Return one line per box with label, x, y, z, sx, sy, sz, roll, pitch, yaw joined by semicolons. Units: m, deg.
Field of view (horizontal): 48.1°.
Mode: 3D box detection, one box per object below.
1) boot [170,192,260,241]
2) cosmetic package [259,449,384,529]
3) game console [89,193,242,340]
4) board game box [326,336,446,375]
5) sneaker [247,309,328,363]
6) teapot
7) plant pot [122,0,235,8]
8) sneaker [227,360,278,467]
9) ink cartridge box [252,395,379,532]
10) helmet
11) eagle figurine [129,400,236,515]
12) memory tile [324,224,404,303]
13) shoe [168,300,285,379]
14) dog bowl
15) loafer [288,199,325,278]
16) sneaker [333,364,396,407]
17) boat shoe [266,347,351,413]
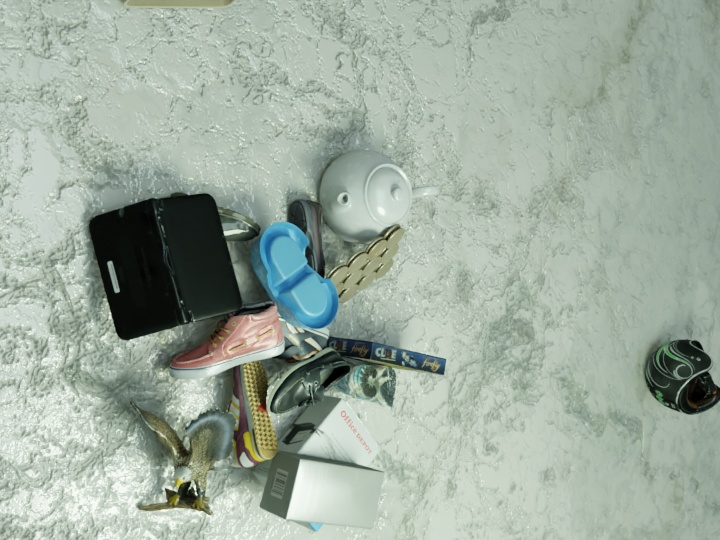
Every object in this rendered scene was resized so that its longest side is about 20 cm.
boot;-0.269;-0.010;1.342;0.181;0.073;0.201;17;72;-25
cosmetic package;-0.062;0.382;1.404;0.200;0.090;0.107;23;77;-39
game console;-0.308;-0.008;1.281;0.116;0.175;0.201;-2;76;-79
board game box;0.051;0.167;1.573;0.200;0.135;0.035;17;79;-40
sneaker;-0.138;0.121;1.449;0.200;0.078;0.080;24;70;-40
teapot;0.032;-0.143;1.548;0.197;0.146;0.200;46;62;-31
plant pot;-0.271;-0.540;1.271;0.199;0.200;0.178;-15;87;-39
sneaker;-0.207;0.239;1.397;0.075;0.090;0.201;28;45;-55
ink cartridge box;-0.079;0.353;1.496;0.200;0.084;0.145;-47;117;-29
helmet;0.900;0.291;2.263;0.199;0.191;0.201;-7;117;-13
eagle figurine;-0.277;0.291;1.283;0.151;0.151;0.201;-9;104;-29
memory tile;0.000;0.000;1.534;0.200;0.153;0.017;-34;67;-30
shoe;-0.227;0.112;1.345;0.200;0.071;0.091;-14;112;-18
dog bowl;-0.118;0.014;1.405;0.111;0.050;0.200;-39;103;-42
loafer;-0.089;-0.033;1.498;0.063;0.072;0.201;-5;91;-44
sneaker;0.008;0.219;1.581;0.200;0.086;0.078;37;57;-59
boat shoe;-0.084;0.204;1.429;0.199;0.066;0.075;-27;136;-53
